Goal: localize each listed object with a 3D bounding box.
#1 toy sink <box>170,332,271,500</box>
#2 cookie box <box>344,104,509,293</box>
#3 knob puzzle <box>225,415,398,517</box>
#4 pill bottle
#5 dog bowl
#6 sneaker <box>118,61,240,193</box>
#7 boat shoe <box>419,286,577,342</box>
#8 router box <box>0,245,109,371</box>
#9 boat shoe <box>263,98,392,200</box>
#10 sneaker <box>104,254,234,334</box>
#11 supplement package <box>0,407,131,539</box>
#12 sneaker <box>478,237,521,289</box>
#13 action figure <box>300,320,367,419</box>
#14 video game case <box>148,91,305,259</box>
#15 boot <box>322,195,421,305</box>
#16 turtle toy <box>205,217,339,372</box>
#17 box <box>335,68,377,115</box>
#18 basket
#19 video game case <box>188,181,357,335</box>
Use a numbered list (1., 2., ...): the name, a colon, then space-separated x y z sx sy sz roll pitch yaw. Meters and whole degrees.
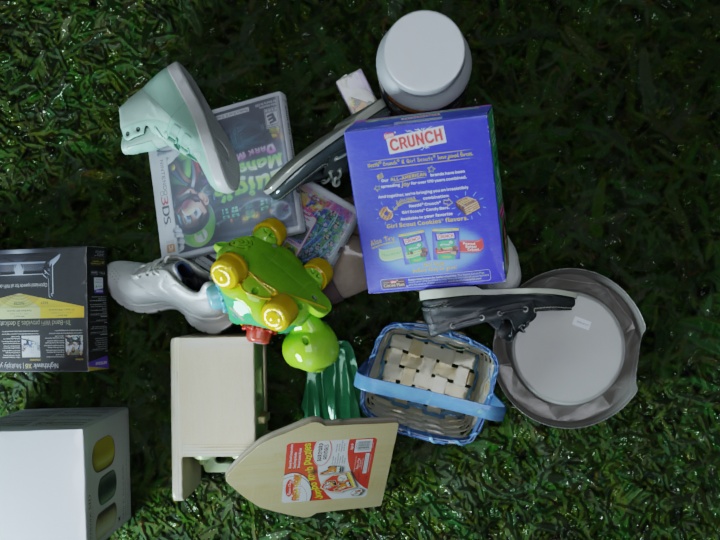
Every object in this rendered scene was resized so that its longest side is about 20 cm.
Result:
1. toy sink: -0.171 0.180 1.333 0.112 0.130 0.201 -1 88 2
2. cookie box: 0.082 -0.084 1.255 0.171 0.075 0.201 -5 108 11
3. knob puzzle: -0.064 0.233 1.284 0.219 0.220 0.031 -14 47 2
4. pill bottle: 0.077 -0.246 1.295 0.116 0.200 0.117 0 89 3
5. dog bowl: 0.263 0.098 1.352 0.199 0.059 0.201 0 89 2
6. sneaker: -0.231 -0.153 1.326 0.118 0.074 0.201 -33 64 8
7. boat shoe: 0.168 0.054 1.276 0.199 0.074 0.066 1 84 -20
8. router box: -0.422 0.051 1.361 0.199 0.052 0.158 -1 89 18
9. boat shoe: -0.031 -0.137 1.301 0.200 0.073 0.062 -40 104 -25
10. sneaker: -0.242 0.012 1.338 0.199 0.087 0.075 12 48 22
11. supplement package: -0.381 0.256 1.305 0.150 0.200 0.152 -2 89 3
12. sneaker: 0.141 -0.056 1.339 0.078 0.099 0.200 -30 88 2
13. action figure: -0.034 0.163 1.365 0.118 0.055 0.201 -8 93 4
14. video game case: -0.175 -0.117 1.353 0.199 0.023 0.182 -12 81 19
15. boot: 0.000 0.000 1.364 0.146 0.070 0.200 -38 83 4
16. turtle toy: -0.101 0.038 1.261 0.200 0.146 0.101 41 123 1
17. box: 0.029 -0.164 1.375 0.039 0.041 0.200 -27 89 2
18. basket: 0.080 0.137 1.286 0.176 0.200 0.140 15 98 -1
19. video game case: -0.121 -0.044 1.352 0.200 0.024 0.182 32 96 21
